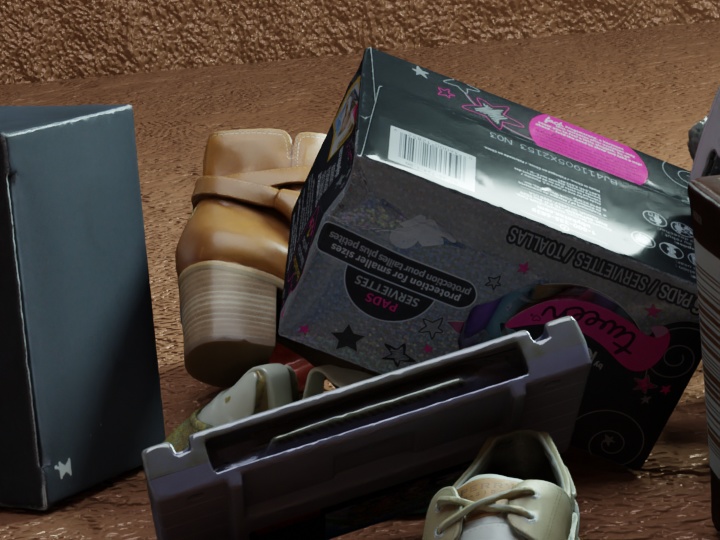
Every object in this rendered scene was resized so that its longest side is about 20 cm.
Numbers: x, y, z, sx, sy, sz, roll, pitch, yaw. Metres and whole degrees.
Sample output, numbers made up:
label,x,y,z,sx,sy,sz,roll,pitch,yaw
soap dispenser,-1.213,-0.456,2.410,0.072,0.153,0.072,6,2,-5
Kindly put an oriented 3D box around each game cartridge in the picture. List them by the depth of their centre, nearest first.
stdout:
label,x,y,z,sx,sy,sz,roll,pitch,yaw
game cartridge,0.003,0.084,1.287,0.200,0.038,0.130,-17,-25,-7

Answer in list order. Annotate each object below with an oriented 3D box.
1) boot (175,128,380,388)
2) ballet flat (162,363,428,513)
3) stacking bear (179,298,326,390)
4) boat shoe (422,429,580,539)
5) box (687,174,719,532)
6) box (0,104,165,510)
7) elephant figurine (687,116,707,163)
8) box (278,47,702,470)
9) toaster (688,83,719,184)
label,x,y,z,sx,sy,sz,roll,pitch,yaw
boot,0.000,0.000,1.545,0.200,0.074,0.155,14,50,-15
ballet flat,-0.030,0.079,1.456,0.200,0.071,0.071,4,14,44
stacking bear,-0.052,0.017,1.694,0.121,0.114,0.200,31,-2,-2
boat shoe,0.052,0.119,1.187,0.075,0.069,0.200,-4,11,9
box,0.257,0.040,1.234,0.199,0.166,0.164,-7,10,-4
box,-0.223,0.015,1.543,0.200,0.197,0.117,1,11,32
elephant figurine,0.275,-0.020,1.574,0.200,0.155,0.141,-29,57,-36
box,0.071,-0.005,1.445,0.200,0.115,0.132,20,28,-8
toaster,0.245,-0.033,1.389,0.129,0.114,0.200,3,34,-19
